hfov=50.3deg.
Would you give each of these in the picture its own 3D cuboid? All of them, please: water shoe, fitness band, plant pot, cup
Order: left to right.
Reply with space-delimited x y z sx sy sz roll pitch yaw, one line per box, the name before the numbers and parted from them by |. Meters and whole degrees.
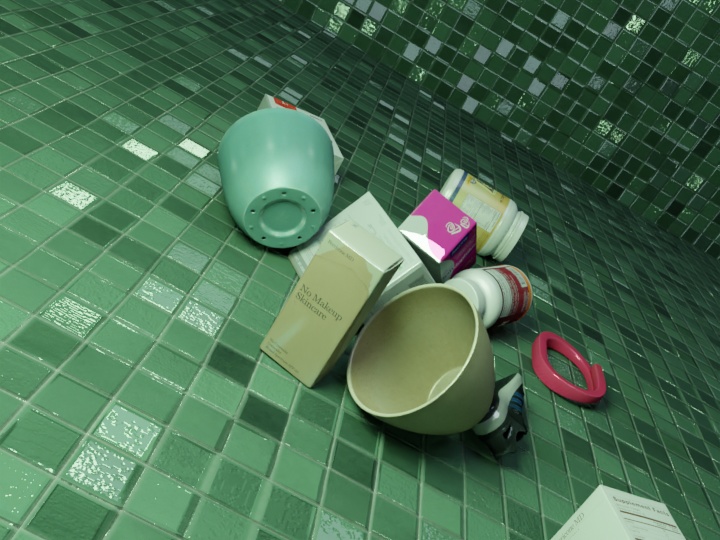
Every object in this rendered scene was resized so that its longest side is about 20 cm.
plant pot | -0.132 -0.134 1.252 0.199 0.201 0.162 18 38 -27
cup | 0.102 0.141 1.032 0.143 0.200 0.201 47 12 -35
water shoe | 0.212 0.219 1.149 0.079 0.071 0.200 62 26 0
fitness band | 0.387 0.184 1.437 0.143 0.038 0.200 29 23 0

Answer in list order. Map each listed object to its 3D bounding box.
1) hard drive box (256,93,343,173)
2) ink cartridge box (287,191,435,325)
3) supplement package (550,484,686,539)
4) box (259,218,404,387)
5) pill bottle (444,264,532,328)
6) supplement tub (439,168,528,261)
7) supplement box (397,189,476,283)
hard drive box | -0.139 -0.280 1.649 0.155 0.077 0.200 18 27 -28
ink cartridge box | 0.000 0.000 1.234 0.084 0.175 0.200 51 4 -46
supplement package | 0.330 0.377 0.901 0.117 0.117 0.200 20 26 -22
box | -0.038 0.043 1.001 0.095 0.201 0.078 36 25 10
pill bottle | 0.225 0.051 1.402 0.113 0.113 0.199 44 27 27
supplement tub | 0.264 -0.122 1.736 0.199 0.145 0.145 31 24 0
supplement box | 0.141 -0.044 1.381 0.103 0.101 0.200 40 -9 20
